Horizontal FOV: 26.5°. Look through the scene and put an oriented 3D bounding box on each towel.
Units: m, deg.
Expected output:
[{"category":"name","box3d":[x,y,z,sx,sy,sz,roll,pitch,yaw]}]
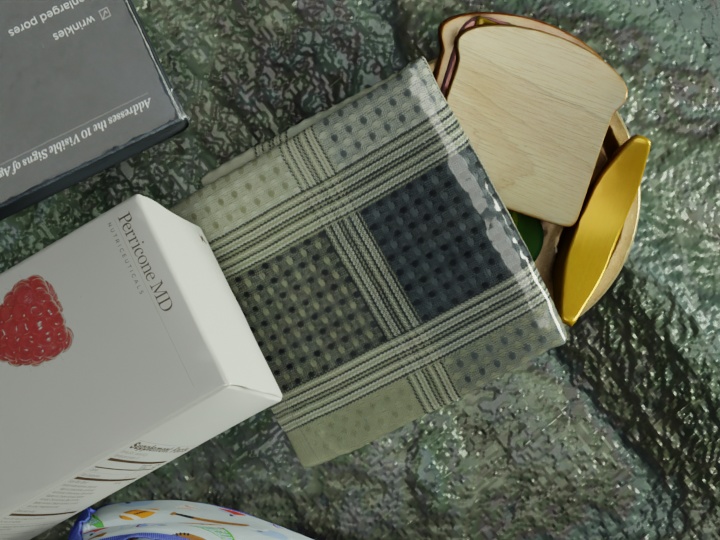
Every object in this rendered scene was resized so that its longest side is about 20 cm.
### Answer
[{"category":"towel","box3d":[0.000,0.000,0.927,0.199,0.035,0.194,-27,98,20]}]

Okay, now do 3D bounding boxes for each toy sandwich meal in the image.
[{"category":"toy sandwich meal","box3d":[0.090,-0.053,0.938,0.203,0.070,0.208,0,93,-5]}]

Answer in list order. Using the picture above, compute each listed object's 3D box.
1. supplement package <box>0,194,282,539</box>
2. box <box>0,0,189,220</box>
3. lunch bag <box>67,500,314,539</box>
[{"category":"supplement package","box3d":[-0.166,0.064,0.870,0.199,0.120,0.122,-30,78,6]},{"category":"box","box3d":[-0.227,-0.131,0.879,0.198,0.124,0.198,-25,94,-4]},{"category":"lunch bag","box3d":[-0.082,0.203,0.889,0.198,0.170,0.125,27,86,-7]}]
